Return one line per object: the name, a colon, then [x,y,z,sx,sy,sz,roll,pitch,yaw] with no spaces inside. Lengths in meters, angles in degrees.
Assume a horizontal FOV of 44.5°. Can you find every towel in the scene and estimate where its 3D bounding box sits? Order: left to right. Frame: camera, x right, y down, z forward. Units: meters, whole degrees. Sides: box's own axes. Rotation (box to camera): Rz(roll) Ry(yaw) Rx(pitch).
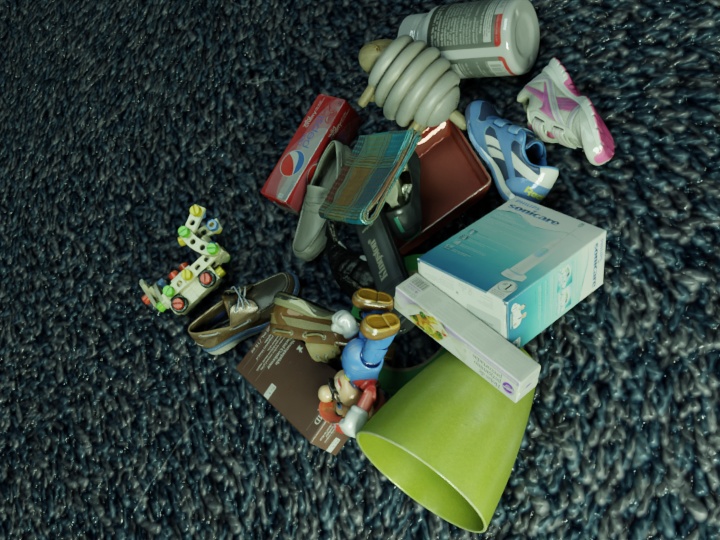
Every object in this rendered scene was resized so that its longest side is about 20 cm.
towel: [0.006,-0.134,1.250,0.148,0.022,0.200,-61,22,-5]

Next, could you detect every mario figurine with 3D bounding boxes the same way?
mario figurine: [-0.015,0.126,1.105,0.105,0.201,0.124,23,34,14]

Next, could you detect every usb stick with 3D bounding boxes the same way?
usb stick: [0.035,-0.005,1.170,0.056,0.032,0.201,-52,41,36]

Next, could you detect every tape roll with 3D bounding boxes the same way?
tape roll: [0.077,0.077,1.227,0.199,0.048,0.202,-17,57,27]

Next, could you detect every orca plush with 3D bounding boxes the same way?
orca plush: [0.000,0.000,1.223,0.105,0.071,0.201,-47,58,18]

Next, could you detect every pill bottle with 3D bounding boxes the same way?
pill bottle: [0.164,-0.355,1.360,0.199,0.114,0.115,6,69,35]

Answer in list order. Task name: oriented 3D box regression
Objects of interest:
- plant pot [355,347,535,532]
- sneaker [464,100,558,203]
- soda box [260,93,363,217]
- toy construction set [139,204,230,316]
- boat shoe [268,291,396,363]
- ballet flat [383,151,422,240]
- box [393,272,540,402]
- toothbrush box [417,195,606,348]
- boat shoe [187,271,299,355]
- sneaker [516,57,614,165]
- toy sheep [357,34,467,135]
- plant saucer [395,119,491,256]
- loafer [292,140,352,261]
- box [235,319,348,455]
plant pot: [0.126,0.178,1.073,0.186,0.188,0.200,20,62,39]
sneaker: [0.216,-0.176,1.243,0.082,0.073,0.201,-48,53,35]
soda box: [-0.080,-0.192,1.470,0.070,0.063,0.201,23,80,40]
toy construction set: [-0.300,-0.001,1.496,0.200,0.092,0.131,-46,73,14]
boat shoe: [-0.043,0.091,1.219,0.199,0.076,0.074,19,87,31]
ballet flat: [0.052,-0.132,1.277,0.073,0.073,0.201,-25,43,21]
box: [0.121,0.076,1.038,0.041,0.039,0.200,-34,55,-30]
toothbrush box: [0.191,0.000,1.105,0.199,0.086,0.146,-33,42,-32]
boat shoe: [-0.186,0.064,1.396,0.199,0.072,0.073,-37,51,12]
sneaker: [0.283,-0.206,1.228,0.088,0.081,0.201,-35,43,15]
toy sheep: [0.080,-0.272,1.313,0.199,0.138,0.138,37,88,2]
plant saucer: [0.090,-0.118,1.314,0.199,0.037,0.200,-37,39,13]
loafer: [-0.065,-0.113,1.412,0.069,0.070,0.202,8,70,36]
box: [-0.083,0.164,1.273,0.200,0.075,0.100,35,87,39]
